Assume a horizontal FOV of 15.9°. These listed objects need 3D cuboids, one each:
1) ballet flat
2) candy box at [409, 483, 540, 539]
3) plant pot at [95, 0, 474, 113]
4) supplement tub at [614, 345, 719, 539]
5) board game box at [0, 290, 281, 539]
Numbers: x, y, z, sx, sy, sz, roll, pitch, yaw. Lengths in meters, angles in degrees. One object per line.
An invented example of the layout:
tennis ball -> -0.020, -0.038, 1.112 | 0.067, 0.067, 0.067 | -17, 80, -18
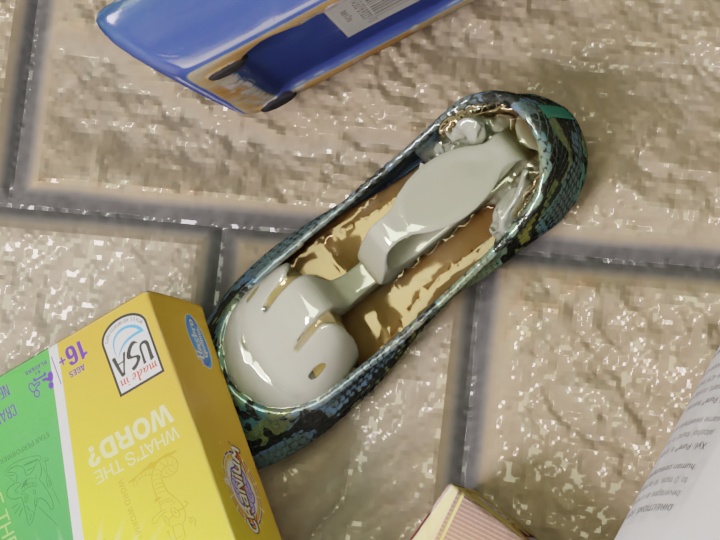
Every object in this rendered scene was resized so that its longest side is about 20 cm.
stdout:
ballet flat -> 0.000, 0.000, 0.981 | 0.200, 0.074, 0.074 | -44, 77, 3
candy box -> 0.081, 0.184, 0.948 | 0.200, 0.056, 0.117 | 37, 91, 12
plant pot -> -0.029, -0.173, 0.948 | 0.199, 0.200, 0.181 | -26, 84, 6
supplement tub -> 0.172, 0.071, 0.881 | 0.131, 0.132, 0.201 | 28, 70, 13
board game box -> -0.097, 0.131, 0.963 | 0.153, 0.040, 0.201 | -30, 68, 20
